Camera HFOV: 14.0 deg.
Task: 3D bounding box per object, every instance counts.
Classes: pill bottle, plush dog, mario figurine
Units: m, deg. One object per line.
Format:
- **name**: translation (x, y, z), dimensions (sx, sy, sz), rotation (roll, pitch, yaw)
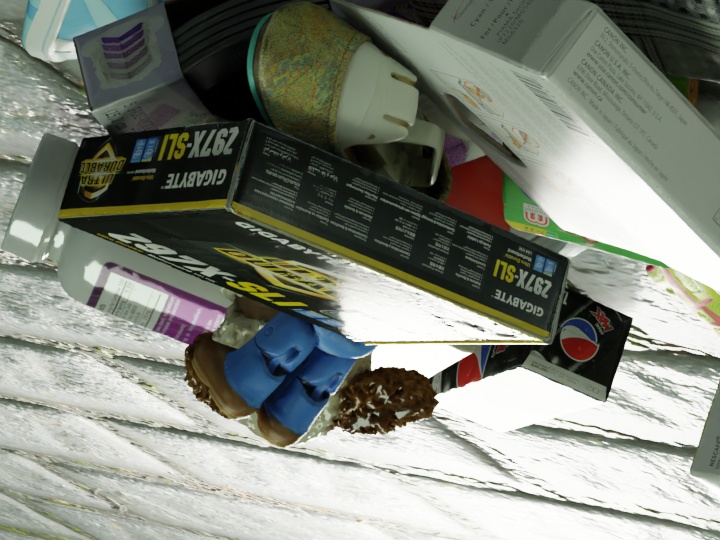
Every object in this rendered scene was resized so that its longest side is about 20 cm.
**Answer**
- **pill bottle**: translation (-0.131, -0.017, 1.941), dimensions (0.199, 0.113, 0.112), rotation (22, 165, -6)
- **plush dog**: translation (-0.033, 0.020, 1.765), dimensions (0.199, 0.173, 0.160), rotation (7, 179, 37)
- **mario figurine**: translation (0.000, 0.000, 1.620), dimensions (0.106, 0.200, 0.123), rotation (51, -166, 13)

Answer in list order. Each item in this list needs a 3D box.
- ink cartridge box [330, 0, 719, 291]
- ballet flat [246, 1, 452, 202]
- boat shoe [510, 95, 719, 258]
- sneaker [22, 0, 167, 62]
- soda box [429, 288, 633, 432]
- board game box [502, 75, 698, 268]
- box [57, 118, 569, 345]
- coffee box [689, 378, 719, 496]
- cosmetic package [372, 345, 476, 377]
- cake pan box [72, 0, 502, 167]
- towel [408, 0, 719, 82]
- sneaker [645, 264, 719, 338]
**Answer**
- **ink cartridge box**: translation (0.101, -0.068, 1.358), dimensions (0.200, 0.045, 0.176), rotation (42, 172, -36)
- **ballet flat**: translation (0.003, -0.073, 1.401), dimensions (0.070, 0.071, 0.200), rotation (14, 166, 19)
- **boat shoe**: translation (0.132, -0.050, 1.569), dimensions (0.066, 0.074, 0.200), rotation (-17, -179, -23)
- **sneaker**: translation (-0.105, -0.139, 1.542), dimensions (0.130, 0.080, 0.200), rotation (22, 166, -3)
- **soda box**: translation (0.111, 0.061, 2.005), dimensions (0.070, 0.064, 0.200), rotation (23, 164, -13)
- **board game box**: translation (0.116, -0.083, 1.423), dimensions (0.095, 0.030, 0.201), rotation (16, 139, 16)
- **box**: translation (-0.024, -0.015, 1.426), dimensions (0.199, 0.050, 0.159), rotation (23, 168, -33)
- **coffee box**: translation (0.318, 0.058, 1.461), dimensions (0.197, 0.201, 0.199), rotation (6, 160, 44)
- **cosmetic package**: translation (0.014, 0.023, 1.974), dimensions (0.103, 0.074, 0.200), rotation (22, 165, -11)
- **cake pan box**: translation (-0.029, -0.093, 1.487), dimensions (0.183, 0.053, 0.200), rotation (-21, 154, 7)
- **towel**: translation (0.092, -0.143, 1.288), dimensions (0.199, 0.035, 0.193), rotation (9, 150, 25)
- **sneaker**: translation (0.205, -0.004, 1.657), dimensions (0.090, 0.078, 0.200), rotation (21, 162, 29)
